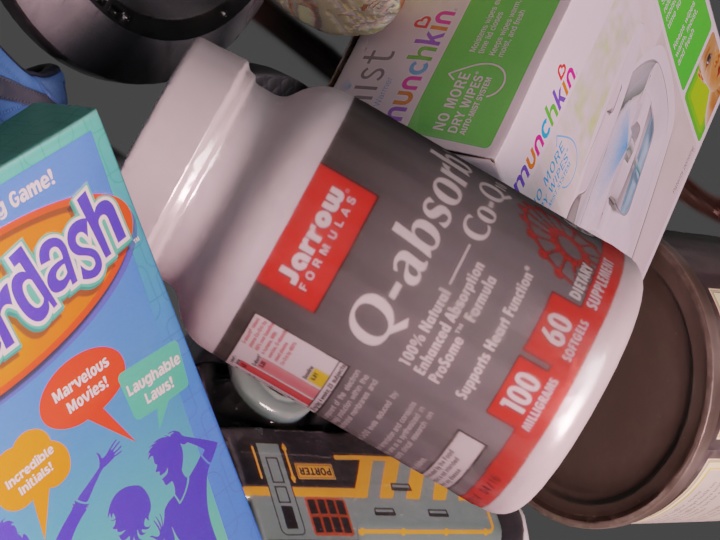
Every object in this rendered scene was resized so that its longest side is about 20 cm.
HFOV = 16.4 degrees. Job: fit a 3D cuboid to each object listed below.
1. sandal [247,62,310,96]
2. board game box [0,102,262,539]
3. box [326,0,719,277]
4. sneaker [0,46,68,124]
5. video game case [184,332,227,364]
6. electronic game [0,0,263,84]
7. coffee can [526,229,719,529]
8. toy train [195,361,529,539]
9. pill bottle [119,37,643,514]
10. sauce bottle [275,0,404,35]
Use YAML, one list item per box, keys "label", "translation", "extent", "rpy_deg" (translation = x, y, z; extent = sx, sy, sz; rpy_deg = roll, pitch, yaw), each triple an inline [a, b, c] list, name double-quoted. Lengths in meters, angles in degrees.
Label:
- label: "sandal"
  translation: [-0.030, -0.047, 1.108]
  extent: [0.200, 0.043, 0.077]
  rpy_deg: [11, 100, -56]
- label: "board game box"
  translation: [-0.127, 0.063, 0.897]
  extent: [0.152, 0.045, 0.201]
  rpy_deg: [-35, 117, -32]
- label: "box"
  translation: [0.076, -0.077, 1.120]
  extent: [0.201, 0.096, 0.177]
  rpy_deg: [-63, 148, -29]
- label: "sneaker"
  translation: [-0.187, -0.076, 0.926]
  extent: [0.199, 0.066, 0.079]
  rpy_deg: [22, 72, -46]
- label: "video game case"
  translation: [-0.054, 0.126, 1.129]
  extent: [0.201, 0.022, 0.182]
  rpy_deg: [-56, 132, -21]
- label: "electronic game"
  translation: [-0.089, -0.176, 1.011]
  extent: [0.199, 0.041, 0.202]
  rpy_deg: [-10, 102, -51]
- label: "coffee can"
  translation: [0.176, 0.055, 1.257]
  extent: [0.199, 0.146, 0.148]
  rpy_deg: [5, 95, -46]
- label: "toy train"
  translation: [-0.009, 0.090, 1.066]
  extent: [0.199, 0.085, 0.115]
  rpy_deg: [8, 57, -44]
- label: "pill bottle"
  translation: [0.000, 0.000, 0.978]
  extent: [0.199, 0.116, 0.116]
  rpy_deg: [29, 75, -4]
- label: "sauce bottle"
  translation: [0.017, -0.193, 1.076]
  extent: [0.065, 0.064, 0.201]
  rpy_deg: [50, 49, -39]
